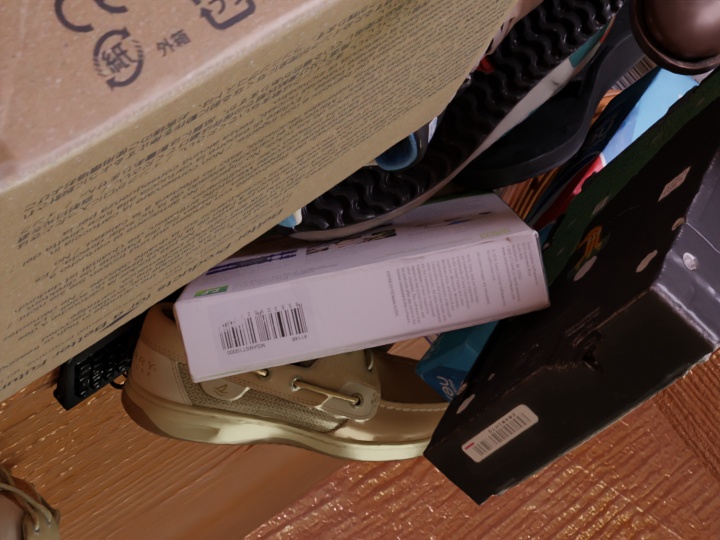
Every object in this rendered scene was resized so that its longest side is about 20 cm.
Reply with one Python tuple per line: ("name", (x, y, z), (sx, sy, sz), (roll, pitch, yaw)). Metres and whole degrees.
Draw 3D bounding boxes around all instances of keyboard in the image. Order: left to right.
("keyboard", (-0.072, 0.018, 0.827), (0.200, 0.040, 0.104), (-34, 170, -23))

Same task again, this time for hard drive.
("hard drive", (0.111, -0.007, 0.617), (0.140, 0.038, 0.200), (-43, -171, 43))

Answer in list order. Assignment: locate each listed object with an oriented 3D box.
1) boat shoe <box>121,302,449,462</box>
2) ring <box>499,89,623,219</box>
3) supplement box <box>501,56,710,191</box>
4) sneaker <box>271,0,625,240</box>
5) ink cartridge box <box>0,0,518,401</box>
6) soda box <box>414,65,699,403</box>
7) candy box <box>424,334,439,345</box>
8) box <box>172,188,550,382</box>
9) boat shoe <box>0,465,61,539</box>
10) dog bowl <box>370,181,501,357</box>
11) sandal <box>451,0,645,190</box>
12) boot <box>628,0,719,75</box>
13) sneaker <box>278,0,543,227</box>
("boat shoe", (-0.022, 0.054, 0.801), (0.199, 0.071, 0.065), (5, 113, -30))
("ring", (0.116, -0.006, 0.873), (0.200, 0.019, 0.201), (-30, 132, -40))
("supplement box", (0.155, -0.094, 1.020), (0.110, 0.086, 0.200), (-36, 171, -16))
("sneaker", (0.040, -0.073, 0.700), (0.200, 0.070, 0.093), (-40, 166, -9))
("ink cartridge box", (-0.042, -0.060, 0.412), (0.200, 0.075, 0.165), (-35, 172, -27))
("soda box", (0.115, -0.008, 0.763), (0.200, 0.068, 0.064), (-52, -174, -26))
("candy box", (0.135, -0.030, 1.303), (0.169, 0.077, 0.200), (-34, 172, -29))
("box", (0.000, 0.000, 0.682), (0.144, 0.037, 0.200), (-11, -171, 2))
("boat shoe", (-0.203, 0.137, 0.823), (0.068, 0.075, 0.200), (-42, 180, -12))
("dog bowl", (0.013, 0.008, 0.934), (0.200, 0.059, 0.200), (-48, 178, -2))
("sandal", (0.095, -0.107, 0.803), (0.075, 0.048, 0.201), (5, -143, 33))
("boot", (0.197, -0.185, 0.616), (0.187, 0.064, 0.200), (-53, 180, -22))
("sneaker", (0.019, -0.079, 0.583), (0.200, 0.073, 0.072), (-35, 169, -32))
